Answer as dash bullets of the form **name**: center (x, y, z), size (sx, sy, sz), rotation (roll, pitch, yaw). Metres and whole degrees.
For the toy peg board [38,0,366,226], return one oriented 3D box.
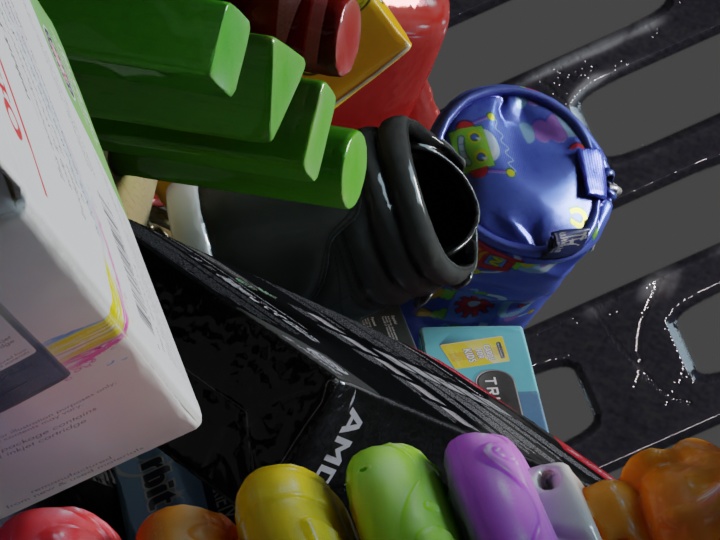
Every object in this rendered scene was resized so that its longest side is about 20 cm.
- **toy peg board**: center (-0.049, -0.115, 0.882), size (0.200, 0.097, 0.200), rotation (43, 59, -71)

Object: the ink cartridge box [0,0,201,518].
- **ink cartridge box**: center (-0.100, -0.031, 0.608), size (0.200, 0.067, 0.118), rotation (64, 4, -69)

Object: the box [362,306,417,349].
- **box**: center (-0.015, 0.065, 1.266), size (0.200, 0.043, 0.161), rotation (-112, -159, -52)

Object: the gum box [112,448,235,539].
- **gum box**: center (-0.025, 0.137, 0.996), size (0.170, 0.044, 0.201), rotation (-110, 175, -58)

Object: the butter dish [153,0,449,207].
- **butter dish**: center (-0.042, -0.143, 1.241), size (0.148, 0.199, 0.200), rotation (-46, -121, 46)

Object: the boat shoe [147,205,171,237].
- **boat shoe**: center (-0.066, 0.009, 1.116), size (0.201, 0.063, 0.074), rotation (54, 12, -81)

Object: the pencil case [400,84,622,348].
- **pencil case**: center (0.050, -0.006, 1.250), size (0.200, 0.086, 0.078), rotation (117, -23, -64)

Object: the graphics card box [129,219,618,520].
- **graphics card box**: center (-0.004, 0.048, 0.898), size (0.125, 0.051, 0.200), rotation (34, 4, 36)

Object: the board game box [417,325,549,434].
- **board game box**: center (0.049, 0.148, 1.219), size (0.151, 0.047, 0.201), rotation (-101, -167, -51)

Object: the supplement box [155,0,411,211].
- **supplement box**: center (-0.082, -0.132, 1.099), size (0.200, 0.109, 0.109), rotation (54, 3, -4)

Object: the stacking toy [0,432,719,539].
- **stacking toy**: center (0.015, 0.071, 0.579), size (0.110, 0.199, 0.117), rotation (58, 8, -75)

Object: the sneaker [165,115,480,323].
- **sneaker**: center (0.000, 0.000, 1.054), size (0.200, 0.099, 0.071), rotation (52, 24, -74)
